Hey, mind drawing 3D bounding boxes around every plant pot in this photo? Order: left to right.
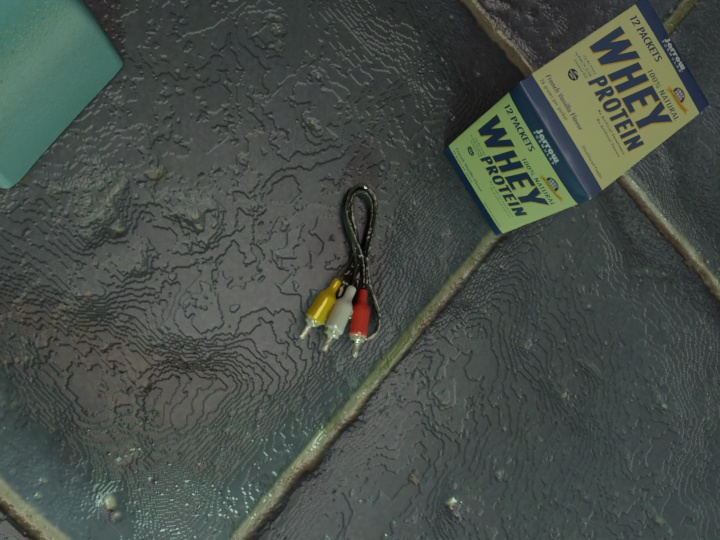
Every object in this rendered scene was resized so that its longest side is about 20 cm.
[{"bbox_3d":[-0.371,-0.232,0.503,0.194,0.200,0.198,38,77,-8],"label":"plant pot"}]

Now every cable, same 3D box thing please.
[{"bbox_3d":[0.000,0.000,0.648,0.095,0.050,0.205,20,81,-12],"label":"cable"}]

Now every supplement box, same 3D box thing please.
[{"bbox_3d":[0.239,-0.166,0.651,0.198,0.200,0.136,-35,92,-15],"label":"supplement box"}]
